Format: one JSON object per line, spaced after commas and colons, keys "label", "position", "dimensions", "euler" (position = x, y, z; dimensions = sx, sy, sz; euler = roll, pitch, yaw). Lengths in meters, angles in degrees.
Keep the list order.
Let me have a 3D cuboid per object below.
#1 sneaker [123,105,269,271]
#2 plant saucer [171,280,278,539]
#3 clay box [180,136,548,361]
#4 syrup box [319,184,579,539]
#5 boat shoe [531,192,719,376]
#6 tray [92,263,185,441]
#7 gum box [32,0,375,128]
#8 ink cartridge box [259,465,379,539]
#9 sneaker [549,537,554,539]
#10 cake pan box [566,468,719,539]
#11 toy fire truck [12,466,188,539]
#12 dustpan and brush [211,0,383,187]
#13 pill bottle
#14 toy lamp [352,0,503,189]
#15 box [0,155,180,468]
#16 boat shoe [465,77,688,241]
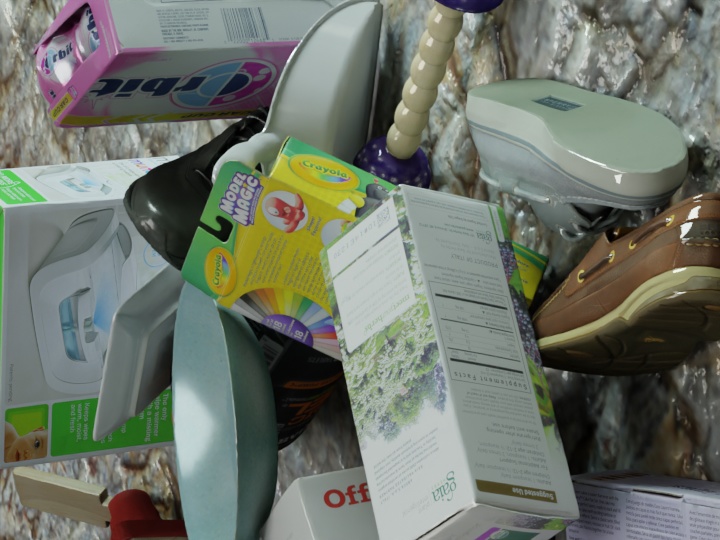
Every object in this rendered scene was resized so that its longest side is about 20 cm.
{"label": "sneaker", "position": [-0.083, -0.065, 1.810], "dimensions": [0.076, 0.200, 0.091], "euler": [47, 122, 2]}
{"label": "plant saucer", "position": [-0.082, 0.101, 1.756], "dimensions": [0.201, 0.038, 0.203], "euler": [177, 90, -75]}
{"label": "clay box", "position": [0.000, 0.000, 1.669], "dimensions": [0.115, 0.199, 0.048], "euler": [-64, -1, 43]}
{"label": "syrup box", "position": [0.047, 0.061, 1.529], "dimensions": [0.079, 0.081, 0.201], "euler": [-39, 53, 39]}
{"label": "boat shoe", "position": [0.151, 0.012, 1.514], "dimensions": [0.200, 0.072, 0.068], "euler": [148, 130, -62]}
{"label": "tray", "position": [-0.124, 0.036, 1.932], "dimensions": [0.022, 0.200, 0.108], "euler": [22, 121, 15]}
{"label": "gum box", "position": [-0.106, -0.148, 1.810], "dimensions": [0.113, 0.199, 0.067], "euler": [-41, 59, 54]}
{"label": "ink cartridge box", "position": [0.041, 0.214, 1.661], "dimensions": [0.084, 0.145, 0.201], "euler": [122, 134, -56]}
{"label": "sneaker", "position": [0.079, 0.154, 1.592], "dimensions": [0.091, 0.075, 0.201], "euler": [107, 160, -61]}
{"label": "cake pan box", "position": [0.184, 0.207, 1.503], "dimensions": [0.200, 0.052, 0.186], "euler": [1, 97, 62]}
{"label": "toy fire truck", "position": [-0.195, 0.245, 2.148], "dimensions": [0.200, 0.128, 0.177], "euler": [-117, 33, -54]}
{"label": "dustpan and brush", "position": [-0.041, -0.084, 1.728], "dimensions": [0.200, 0.057, 0.140], "euler": [-57, -23, -65]}
{"label": "pill bottle", "position": [-0.064, 0.055, 1.871], "dimensions": [0.200, 0.106, 0.107], "euler": [-56, 48, 50]}
{"label": "toy lamp", "position": [0.046, -0.132, 1.689], "dimensions": [0.058, 0.058, 0.201], "euler": [59, 146, 37]}
{"label": "box", "position": [-0.199, 0.028, 2.038], "dimensions": [0.097, 0.175, 0.201], "euler": [34, 124, 57]}
{"label": "boat shoe", "position": [0.123, -0.056, 1.559], "dimensions": [0.201, 0.070, 0.072], "euler": [31, 132, 61]}
